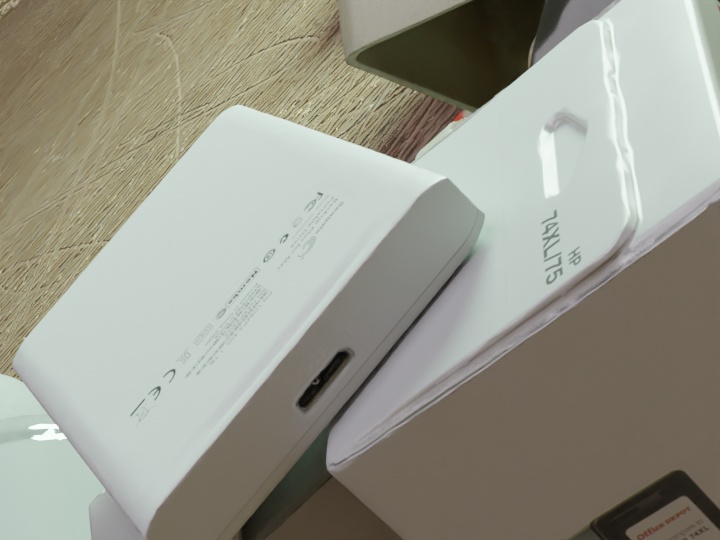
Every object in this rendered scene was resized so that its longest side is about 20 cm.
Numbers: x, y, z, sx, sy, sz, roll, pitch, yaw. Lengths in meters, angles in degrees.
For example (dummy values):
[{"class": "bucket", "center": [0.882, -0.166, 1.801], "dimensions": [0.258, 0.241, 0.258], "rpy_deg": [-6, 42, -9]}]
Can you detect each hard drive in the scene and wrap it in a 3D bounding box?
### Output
[{"class": "hard drive", "center": [-0.047, 0.011, 0.594], "dimensions": [0.132, 0.026, 0.200], "rpy_deg": [-50, 23, -6]}]

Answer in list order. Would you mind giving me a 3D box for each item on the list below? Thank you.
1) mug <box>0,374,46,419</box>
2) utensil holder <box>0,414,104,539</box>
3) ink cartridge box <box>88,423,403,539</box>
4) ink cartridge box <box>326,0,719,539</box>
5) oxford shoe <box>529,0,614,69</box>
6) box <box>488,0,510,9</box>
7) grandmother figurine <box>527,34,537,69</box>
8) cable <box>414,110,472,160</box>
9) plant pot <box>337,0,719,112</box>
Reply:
[{"class": "mug", "center": [-0.277, 0.165, 1.152], "dimensions": [0.175, 0.147, 0.201], "rpy_deg": [-40, -17, -39]}, {"class": "utensil holder", "center": [-0.139, 0.186, 0.816], "dimensions": [0.170, 0.170, 0.200], "rpy_deg": [-43, 25, 8]}, {"class": "ink cartridge box", "center": [0.000, 0.113, 0.637], "dimensions": [0.125, 0.200, 0.129], "rpy_deg": [-44, 22, 6]}, {"class": "ink cartridge box", "center": [0.109, 0.040, 0.563], "dimensions": [0.146, 0.200, 0.147], "rpy_deg": [-37, 23, 23]}, {"class": "oxford shoe", "center": [0.112, -0.036, 0.711], "dimensions": [0.071, 0.071, 0.203], "rpy_deg": [-9, 81, 34]}, {"class": "box", "center": [0.117, -0.217, 1.097], "dimensions": [0.201, 0.117, 0.196], "rpy_deg": [-51, 22, -8]}, {"class": "grandmother figurine", "center": [0.070, -0.030, 0.786], "dimensions": [0.121, 0.060, 0.202], "rpy_deg": [32, 103, 48]}, {"class": "cable", "center": [0.016, -0.035, 1.060], "dimensions": [0.199, 0.050, 0.097], "rpy_deg": [-34, 20, 30]}, {"class": "plant pot", "center": [0.096, -0.201, 0.867], "dimensions": [0.198, 0.179, 0.199], "rpy_deg": [-22, -14, 25]}]
